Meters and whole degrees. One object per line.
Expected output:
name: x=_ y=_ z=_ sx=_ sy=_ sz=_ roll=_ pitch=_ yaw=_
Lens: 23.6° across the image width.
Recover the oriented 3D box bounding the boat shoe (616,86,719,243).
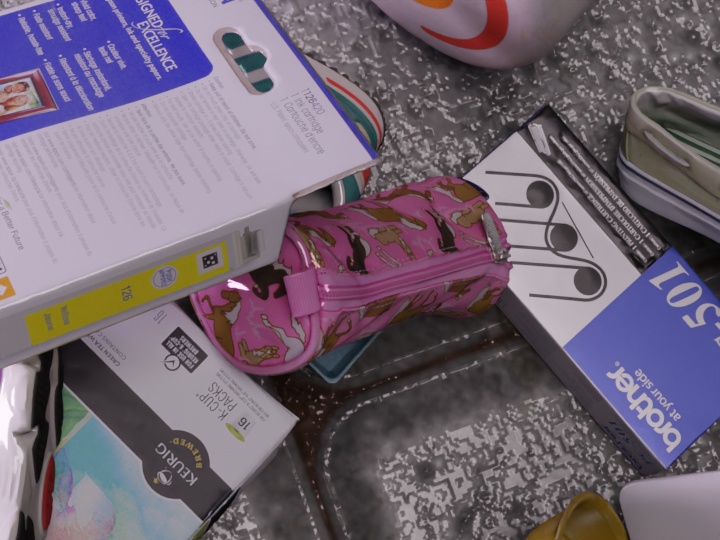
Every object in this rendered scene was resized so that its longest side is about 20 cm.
boat shoe: x=0.229 y=-0.045 z=0.967 sx=0.198 sy=0.062 sz=0.072 roll=23 pitch=55 yaw=29

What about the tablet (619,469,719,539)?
tablet: x=0.245 y=0.158 z=0.908 sx=0.198 sy=0.014 sz=0.131 roll=-11 pitch=109 yaw=24

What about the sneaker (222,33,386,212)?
sneaker: x=-0.079 y=-0.090 z=0.942 sx=0.198 sy=0.070 sz=0.094 roll=28 pitch=43 yaw=-14

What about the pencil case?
pencil case: x=0.000 y=0.000 z=0.886 sx=0.083 sy=0.087 sz=0.199 roll=53 pitch=33 yaw=17

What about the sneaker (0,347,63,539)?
sneaker: x=-0.182 y=0.113 z=0.771 sx=0.082 sy=0.081 sz=0.202 roll=1 pitch=67 yaw=4

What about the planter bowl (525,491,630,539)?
planter bowl: x=0.093 y=0.221 z=0.890 sx=0.083 sy=0.200 sz=0.203 roll=-11 pitch=76 yaw=22

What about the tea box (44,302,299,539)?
tea box: x=-0.172 y=0.087 z=0.876 sx=0.200 sy=0.134 sz=0.197 roll=43 pitch=74 yaw=3

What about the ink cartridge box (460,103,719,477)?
ink cartridge box: x=0.136 y=0.011 z=0.994 sx=0.094 sy=0.044 sz=0.200 roll=-39 pitch=86 yaw=-15

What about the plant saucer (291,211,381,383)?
plant saucer: x=-0.067 y=-0.025 z=0.983 sx=0.200 sy=0.019 sz=0.070 roll=42 pitch=73 yaw=4

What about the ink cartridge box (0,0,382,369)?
ink cartridge box: x=-0.119 y=-0.063 z=0.820 sx=0.198 sy=0.047 sz=0.198 roll=-19 pitch=48 yaw=-18

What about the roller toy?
roller toy: x=0.070 y=-0.221 z=0.971 sx=0.183 sy=0.199 sz=0.140 roll=48 pitch=72 yaw=-18
